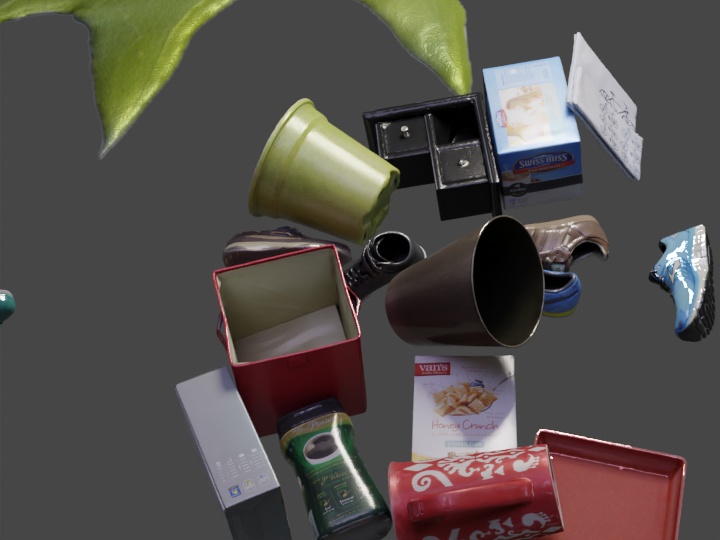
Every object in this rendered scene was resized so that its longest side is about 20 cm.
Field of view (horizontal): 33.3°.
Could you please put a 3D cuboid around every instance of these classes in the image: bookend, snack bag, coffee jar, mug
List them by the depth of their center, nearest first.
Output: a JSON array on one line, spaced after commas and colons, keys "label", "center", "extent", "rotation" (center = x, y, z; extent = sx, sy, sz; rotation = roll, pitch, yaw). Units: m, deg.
[{"label": "mug", "center": [0.143, 0.294, 1.473], "extent": [0.198, 0.134, 0.178], "rotation": [-12, 14, 8]}, {"label": "coffee jar", "center": [-0.038, 0.267, 1.578], "extent": [0.104, 0.086, 0.201], "rotation": [-20, 53, -7]}, {"label": "bookend", "center": [0.113, -0.169, 1.910], "extent": [0.198, 0.092, 0.200], "rotation": [-9, 52, 5]}, {"label": "snack bag", "center": [0.396, -0.264, 1.928], "extent": [0.021, 0.189, 0.201], "rotation": [-28, 30, 34]}]

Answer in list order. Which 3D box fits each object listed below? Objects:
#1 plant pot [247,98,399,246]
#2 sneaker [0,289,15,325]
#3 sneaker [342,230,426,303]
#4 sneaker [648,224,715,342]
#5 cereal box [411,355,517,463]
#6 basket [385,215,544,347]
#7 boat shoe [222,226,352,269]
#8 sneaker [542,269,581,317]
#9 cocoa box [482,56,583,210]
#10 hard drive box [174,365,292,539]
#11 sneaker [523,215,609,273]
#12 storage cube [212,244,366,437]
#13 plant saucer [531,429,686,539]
[{"label": "plant pot", "center": [-0.046, -0.136, 1.858], "extent": [0.183, 0.201, 0.201], "rotation": [26, 56, 10]}, {"label": "sneaker", "center": [-0.591, 0.106, 1.772], "extent": [0.199, 0.072, 0.080], "rotation": [-32, 59, -14]}, {"label": "sneaker", "center": [0.000, 0.000, 1.768], "extent": [0.199, 0.099, 0.071], "rotation": [-26, 69, 0]}, {"label": "sneaker", "center": [0.468, 0.025, 1.758], "extent": [0.089, 0.079, 0.201], "rotation": [-8, 44, 23]}, {"label": "cereal box", "center": [0.142, 0.206, 1.642], "extent": [0.143, 0.040, 0.201], "rotation": [0, 51, 4]}, {"label": "basket", "center": [0.138, 0.033, 1.670], "extent": [0.135, 0.199, 0.182], "rotation": [18, 68, -34]}, {"label": "boat shoe", "center": [-0.110, -0.036, 1.840], "extent": [0.198, 0.075, 0.074], "rotation": [4, 45, 0]}, {"label": "sneaker", "center": [0.223, 0.024, 1.762], "extent": [0.198, 0.079, 0.066], "rotation": [0, 52, 7]}, {"label": "cocoa box", "center": [0.273, -0.220, 1.915], "extent": [0.132, 0.132, 0.201], "rotation": [-8, 50, 5]}, {"label": "hard drive box", "center": [-0.164, 0.252, 1.556], "extent": [0.076, 0.156, 0.201], "rotation": [-21, 53, -13]}, {"label": "sneaker", "center": [0.278, -0.027, 1.802], "extent": [0.199, 0.071, 0.076], "rotation": [-18, 52, -9]}, {"label": "storage cube", "center": [-0.093, 0.100, 1.659], "extent": [0.198, 0.180, 0.172], "rotation": [-12, 51, -7]}, {"label": "plant saucer", "center": [0.307, 0.314, 1.543], "extent": [0.198, 0.037, 0.201], "rotation": [10, 53, 12]}]
